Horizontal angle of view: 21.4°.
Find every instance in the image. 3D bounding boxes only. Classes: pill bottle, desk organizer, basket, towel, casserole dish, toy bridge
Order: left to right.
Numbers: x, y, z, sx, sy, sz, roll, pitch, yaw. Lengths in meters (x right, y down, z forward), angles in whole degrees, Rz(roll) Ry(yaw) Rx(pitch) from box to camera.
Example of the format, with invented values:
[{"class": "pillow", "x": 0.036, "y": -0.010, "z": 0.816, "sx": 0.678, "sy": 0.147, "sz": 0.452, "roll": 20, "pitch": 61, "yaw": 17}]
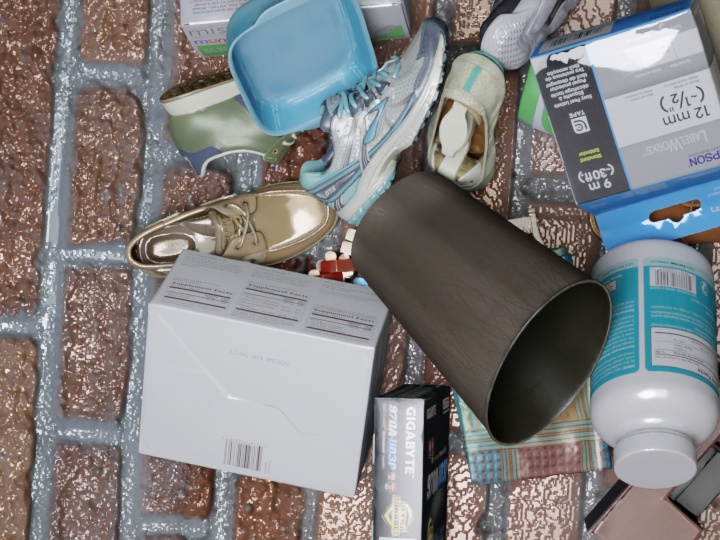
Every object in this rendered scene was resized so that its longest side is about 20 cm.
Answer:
[{"class": "casserole dish", "x": -0.053, "y": -0.186, "z": 1.619, "sx": 0.120, "sy": 0.200, "sz": 0.039, "roll": -26, "pitch": 64, "yaw": -2}, {"class": "basket", "x": 0.094, "y": 0.019, "z": 1.603, "sx": 0.135, "sy": 0.181, "sz": 0.200, "roll": -25, "pitch": 52, "yaw": -29}, {"class": "towel", "x": 0.142, "y": 0.087, "z": 1.699, "sx": 0.146, "sy": 0.022, "sz": 0.202, "roll": -11, "pitch": 89, "yaw": 33}, {"class": "toy bridge", "x": 0.170, "y": 0.043, "z": 1.721, "sx": 0.067, "sy": 0.027, "sz": 0.202, "roll": -8, "pitch": 89, "yaw": 6}, {"class": "pill bottle", "x": 0.251, "y": 0.082, "z": 1.629, "sx": 0.110, "sy": 0.111, "sz": 0.201, "roll": 2, "pitch": 57, "yaw": 6}, {"class": "desk organizer", "x": 0.293, "y": 0.178, "z": 1.687, "sx": 0.077, "sy": 0.072, "sz": 0.200, "roll": 41, "pitch": 94, "yaw": 2}]

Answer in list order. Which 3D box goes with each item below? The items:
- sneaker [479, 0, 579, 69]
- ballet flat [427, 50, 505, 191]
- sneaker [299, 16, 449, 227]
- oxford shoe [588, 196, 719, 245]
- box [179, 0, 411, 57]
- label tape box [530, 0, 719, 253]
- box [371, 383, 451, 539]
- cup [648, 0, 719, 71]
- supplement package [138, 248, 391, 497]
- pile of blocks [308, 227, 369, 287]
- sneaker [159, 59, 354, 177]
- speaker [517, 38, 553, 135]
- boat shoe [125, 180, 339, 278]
[{"class": "sneaker", "x": 0.123, "y": -0.250, "z": 1.660, "sx": 0.113, "sy": 0.200, "sz": 0.076, "roll": 29, "pitch": 131, "yaw": 12}, {"class": "ballet flat", "x": 0.083, "y": -0.114, "z": 1.647, "sx": 0.067, "sy": 0.200, "sz": 0.063, "roll": 24, "pitch": 62, "yaw": 13}, {"class": "sneaker", "x": 0.011, "y": -0.135, "z": 1.643, "sx": 0.086, "sy": 0.078, "sz": 0.201, "roll": 25, "pitch": 112, "yaw": -6}, {"class": "oxford shoe", "x": 0.301, "y": -0.055, "z": 1.686, "sx": 0.198, "sy": 0.071, "sz": 0.072, "roll": -4, "pitch": 91, "yaw": 8}, {"class": "box", "x": -0.059, "y": -0.294, "z": 1.692, "sx": 0.198, "sy": 0.097, "sz": 0.178, "roll": -5, "pitch": 78, "yaw": 6}, {"class": "label tape box", "x": 0.243, "y": -0.114, "z": 1.613, "sx": 0.142, "sy": 0.066, "sz": 0.201, "roll": -15, "pitch": 102, "yaw": 18}, {"class": "box", "x": 0.045, "y": 0.183, "z": 1.649, "sx": 0.046, "sy": 0.200, "sz": 0.161, "roll": 1, "pitch": 90, "yaw": 9}, {"class": "cup", "x": 0.352, "y": -0.272, "z": 1.615, "sx": 0.198, "sy": 0.143, "sz": 0.202, "roll": 0, "pitch": 72, "yaw": 1}, {"class": "supplement package", "x": -0.083, "y": 0.090, "z": 1.680, "sx": 0.198, "sy": 0.111, "sz": 0.157, "roll": 11, "pitch": 118, "yaw": 7}, {"class": "pile of blocks", "x": 0.000, "y": 0.000, "z": 1.722, "sx": 0.200, "sy": 0.062, "sz": 0.082, "roll": -39, "pitch": 86, "yaw": 5}, {"class": "sneaker", "x": -0.077, "y": -0.144, "z": 1.734, "sx": 0.198, "sy": 0.067, "sz": 0.091, "roll": -15, "pitch": 108, "yaw": -2}, {"class": "speaker", "x": 0.244, "y": -0.144, "z": 1.684, "sx": 0.198, "sy": 0.088, "sz": 0.089, "roll": 16, "pitch": 92, "yaw": 6}, {"class": "boat shoe", "x": -0.116, "y": -0.033, "z": 1.732, "sx": 0.198, "sy": 0.065, "sz": 0.072, "roll": -17, "pitch": 88, "yaw": 6}]
